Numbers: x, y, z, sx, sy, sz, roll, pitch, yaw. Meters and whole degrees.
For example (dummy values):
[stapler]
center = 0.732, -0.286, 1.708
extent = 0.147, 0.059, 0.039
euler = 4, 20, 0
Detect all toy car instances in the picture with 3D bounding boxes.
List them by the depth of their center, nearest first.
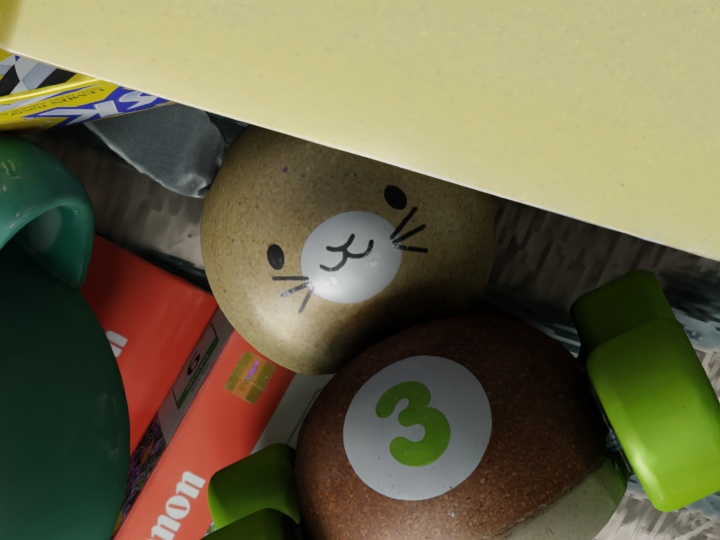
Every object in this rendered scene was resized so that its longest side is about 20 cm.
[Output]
[toy car]
center = 0.000, 0.000, 0.865
extent = 0.164, 0.158, 0.200
euler = -26, 99, 5

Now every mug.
[mug]
center = -0.138, 0.050, 0.898
extent = 0.185, 0.114, 0.152
euler = -19, 90, 29

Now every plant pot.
[plant pot]
center = 0.040, -0.149, 0.665
extent = 0.200, 0.200, 0.177
euler = 16, 125, 0

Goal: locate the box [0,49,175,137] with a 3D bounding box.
[box]
center = -0.089, -0.078, 0.822
extent = 0.200, 0.064, 0.070
euler = -10, 175, 17

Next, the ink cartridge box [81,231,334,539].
[ink cartridge box]
center = -0.042, 0.074, 0.973
extent = 0.200, 0.050, 0.109
euler = 28, 97, -14
